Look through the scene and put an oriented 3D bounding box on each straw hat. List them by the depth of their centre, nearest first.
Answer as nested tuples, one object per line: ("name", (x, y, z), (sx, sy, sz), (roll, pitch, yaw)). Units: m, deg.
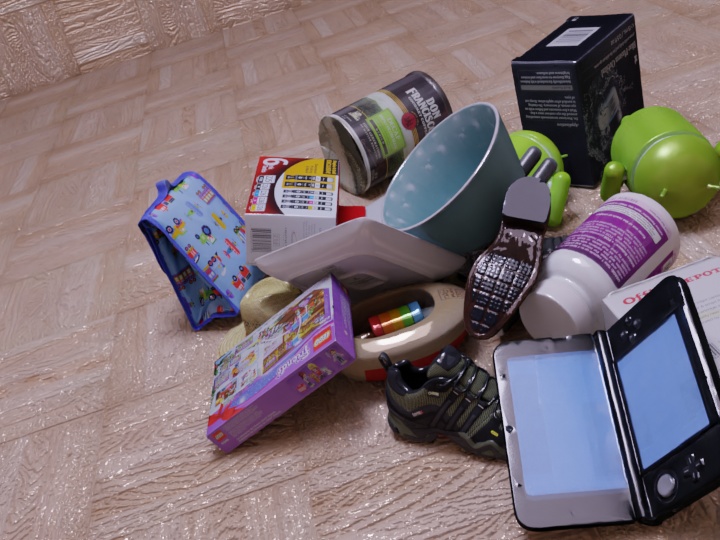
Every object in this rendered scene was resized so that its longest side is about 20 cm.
("straw hat", (-0.113, 0.057, 1.137), (0.197, 0.086, 0.202), (-13, 29, 7))

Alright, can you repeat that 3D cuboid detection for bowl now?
("bowl", (0.130, -0.101, 1.080), (0.200, 0.105, 0.202), (-40, 27, 25))

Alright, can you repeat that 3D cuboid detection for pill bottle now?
("pill bottle", (0.275, 0.005, 0.994), (0.199, 0.114, 0.111), (-38, 35, -29))

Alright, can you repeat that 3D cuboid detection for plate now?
("plate", (0.000, 0.000, 1.069), (0.198, 0.198, 0.033), (-18, 63, 40))

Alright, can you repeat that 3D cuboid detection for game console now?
("game console", (0.221, 0.116, 0.774), (0.115, 0.177, 0.202), (15, 47, -19))

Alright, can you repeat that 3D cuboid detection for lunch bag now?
("lunch bag", (-0.231, -0.045, 1.240), (0.093, 0.202, 0.151), (-20, 24, 30))

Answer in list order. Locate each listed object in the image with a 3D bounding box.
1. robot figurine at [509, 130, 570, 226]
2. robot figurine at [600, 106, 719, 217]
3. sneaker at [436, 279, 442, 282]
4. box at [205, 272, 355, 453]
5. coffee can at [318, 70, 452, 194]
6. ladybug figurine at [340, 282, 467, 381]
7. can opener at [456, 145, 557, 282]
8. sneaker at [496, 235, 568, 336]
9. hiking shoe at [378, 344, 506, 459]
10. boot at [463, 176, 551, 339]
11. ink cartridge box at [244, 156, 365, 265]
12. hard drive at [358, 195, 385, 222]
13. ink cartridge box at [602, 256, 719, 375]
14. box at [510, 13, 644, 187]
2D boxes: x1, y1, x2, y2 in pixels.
("robot figurine", (0.219, -0.129, 1.250), (0.174, 0.117, 0.199), (19, 44, 39))
("robot figurine", (0.413, -0.148, 1.167), (0.172, 0.117, 0.201), (-9, 30, 3))
("sneaker", (0.099, -0.060, 1.211), (0.109, 0.077, 0.202), (-6, 45, 26))
("box", (-0.095, 0.107, 1.005), (0.199, 0.039, 0.138), (-37, 28, 17))
("coffee can", (0.046, -0.242, 1.503), (0.198, 0.148, 0.146), (-31, 32, -23))
("ladybug figurine", (0.048, 0.078, 1.032), (0.197, 0.073, 0.136), (-17, 29, 1))
("can opener", (0.188, -0.072, 1.153), (0.053, 0.067, 0.201), (37, 83, 10))
("sneaker", (0.217, 0.010, 1.059), (0.098, 0.072, 0.200), (-7, 26, 27))
("hiking shoe", (0.109, 0.130, 0.881), (0.197, 0.102, 0.076), (-1, 33, 26))
("boot", (0.175, 0.002, 0.988), (0.074, 0.097, 0.202), (19, 71, 21))
("ink cartridge box", (-0.075, -0.090, 1.274), (0.172, 0.085, 0.201), (2, 31, -2))
("hard drive", (0.021, -0.059, 1.327), (0.199, 0.027, 0.131), (-32, 33, -26))
("ink cartridge box", (0.350, 0.084, 0.851), (0.143, 0.084, 0.201), (-18, 30, -1))
("box", (0.345, -0.267, 1.333), (0.116, 0.203, 0.196), (11, 40, 41))
